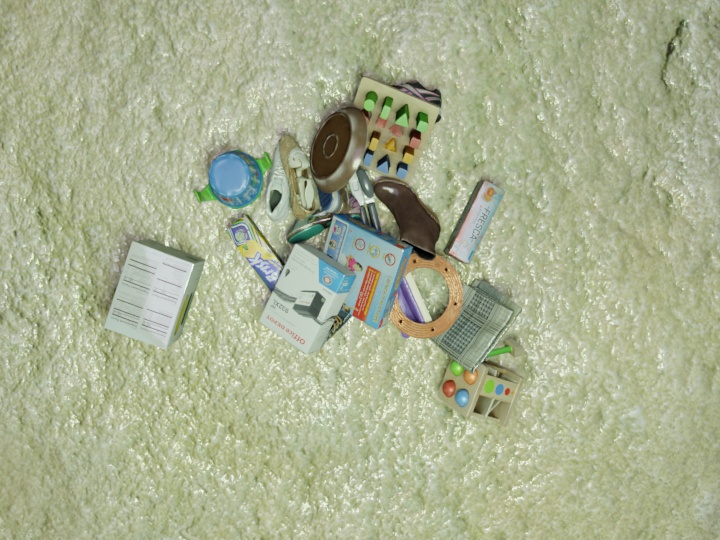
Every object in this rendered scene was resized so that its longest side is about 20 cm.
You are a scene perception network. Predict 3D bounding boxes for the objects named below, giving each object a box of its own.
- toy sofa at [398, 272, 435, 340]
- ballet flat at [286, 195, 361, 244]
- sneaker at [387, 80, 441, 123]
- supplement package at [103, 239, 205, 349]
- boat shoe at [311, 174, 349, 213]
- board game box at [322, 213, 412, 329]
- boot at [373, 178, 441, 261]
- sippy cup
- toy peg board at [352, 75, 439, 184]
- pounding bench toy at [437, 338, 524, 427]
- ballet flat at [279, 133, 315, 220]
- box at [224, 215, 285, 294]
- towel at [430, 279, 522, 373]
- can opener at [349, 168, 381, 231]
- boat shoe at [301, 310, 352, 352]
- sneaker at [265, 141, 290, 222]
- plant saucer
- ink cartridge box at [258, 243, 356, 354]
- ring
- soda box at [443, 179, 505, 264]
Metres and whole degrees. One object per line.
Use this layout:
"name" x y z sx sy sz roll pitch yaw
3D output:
"toy sofa" 0.114 0.070 1.457 0.096 0.083 0.204 -25 95 -4
"ballet flat" -0.094 -0.129 1.438 0.196 0.069 0.073 -21 75 4
"sneaker" 0.107 -0.422 1.440 0.195 0.081 0.088 17 70 -4
"supplement package" -0.472 0.051 1.375 0.147 0.152 0.205 19 92 -6
"boat shoe" -0.068 -0.218 1.411 0.071 0.072 0.205 17 54 -39
"board game box" 0.000 0.000 1.373 0.193 0.056 0.204 27 111 22
"boot" 0.107 -0.124 1.403 0.197 0.168 0.073 30 127 -11
"sippy cup" -0.298 -0.218 1.383 0.137 0.130 0.181 27 91 -6
"toy peg board" 0.060 -0.313 1.382 0.196 0.098 0.202 20 118 -5
"pounding bench toy" 0.298 0.248 1.434 0.153 0.124 0.204 20 92 -30
"ballet flat" -0.139 -0.221 1.379 0.070 0.064 0.205 -20 100 -42
"box" -0.239 -0.035 1.429 0.064 0.070 0.202 -37 95 1
"towel" 0.270 0.124 1.426 0.034 0.192 0.201 39 90 -32
"can opener" 0.017 -0.146 1.443 0.052 0.067 0.205 -15 94 -2
"boat shoe" -0.072 0.126 1.442 0.071 0.091 0.200 44 89 -6
"sneaker" -0.187 -0.218 1.415 0.069 0.080 0.206 9 91 3
"plant saucer" -0.059 -0.278 1.339 0.032 0.198 0.205 15 93 -38
"ink cartridge box" -0.121 0.063 1.346 0.143 0.083 0.203 30 101 16
"ring" 0.150 0.060 1.410 0.195 0.019 0.206 0 90 -8
"soda box" 0.281 -0.118 1.465 0.063 0.068 0.203 27 92 -6
